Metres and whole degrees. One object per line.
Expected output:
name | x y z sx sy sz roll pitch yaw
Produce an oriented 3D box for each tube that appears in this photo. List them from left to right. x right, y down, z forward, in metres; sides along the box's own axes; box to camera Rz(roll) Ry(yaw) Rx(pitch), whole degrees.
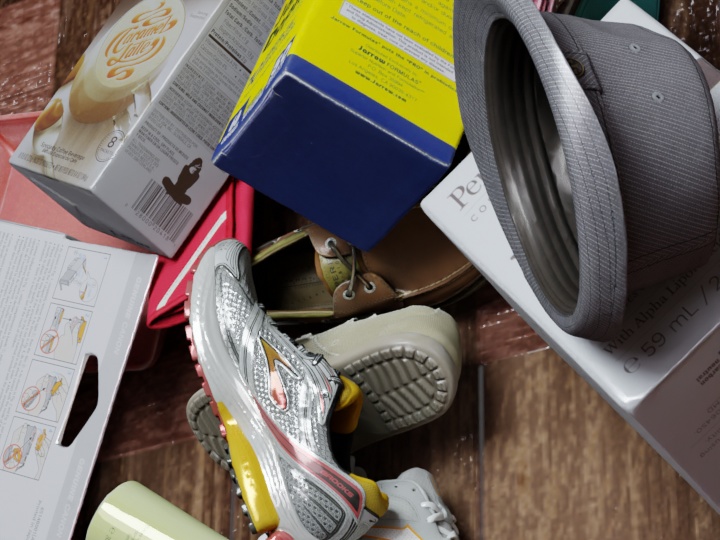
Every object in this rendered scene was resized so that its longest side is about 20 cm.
tube | -0.066 0.188 1.480 0.200 0.058 0.052 31 72 22

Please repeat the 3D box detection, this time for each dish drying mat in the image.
dish drying mat | -0.098 -0.051 1.627 0.077 0.018 0.200 -29 40 26

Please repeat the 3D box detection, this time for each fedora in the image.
fedora | 0.119 -0.064 1.280 0.090 0.177 0.200 -14 42 -11

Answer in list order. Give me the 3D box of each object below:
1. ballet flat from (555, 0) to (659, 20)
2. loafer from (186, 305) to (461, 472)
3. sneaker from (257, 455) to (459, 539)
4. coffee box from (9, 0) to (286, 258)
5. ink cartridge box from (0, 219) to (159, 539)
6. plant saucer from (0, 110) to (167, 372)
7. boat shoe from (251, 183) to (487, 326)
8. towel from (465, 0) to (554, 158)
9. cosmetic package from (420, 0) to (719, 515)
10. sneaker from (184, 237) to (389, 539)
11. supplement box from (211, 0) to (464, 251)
ballet flat | 0.127 -0.105 1.565 0.069 0.069 0.200 -1 63 32
loafer | -0.015 0.072 1.546 0.200 0.076 0.068 -15 18 36
sneaker | 0.032 0.158 1.462 0.200 0.076 0.092 22 72 38
coffee box | -0.112 -0.118 1.620 0.114 0.080 0.200 18 71 53
ink cartridge box | -0.208 0.075 1.640 0.176 0.045 0.200 12 81 36
plant saucer | -0.189 -0.015 1.730 0.199 0.037 0.200 -4 62 31
boat shoe | 0.000 0.000 1.553 0.200 0.068 0.072 -20 88 38
towel | 0.094 -0.131 1.504 0.023 0.200 0.144 20 73 1
cosmetic package | 0.174 -0.003 1.400 0.165 0.165 0.200 -45 49 1
sneaker | -0.041 0.070 1.476 0.082 0.078 0.200 -24 68 6
supplement box | 0.011 -0.132 1.509 0.109 0.109 0.200 -47 17 52
